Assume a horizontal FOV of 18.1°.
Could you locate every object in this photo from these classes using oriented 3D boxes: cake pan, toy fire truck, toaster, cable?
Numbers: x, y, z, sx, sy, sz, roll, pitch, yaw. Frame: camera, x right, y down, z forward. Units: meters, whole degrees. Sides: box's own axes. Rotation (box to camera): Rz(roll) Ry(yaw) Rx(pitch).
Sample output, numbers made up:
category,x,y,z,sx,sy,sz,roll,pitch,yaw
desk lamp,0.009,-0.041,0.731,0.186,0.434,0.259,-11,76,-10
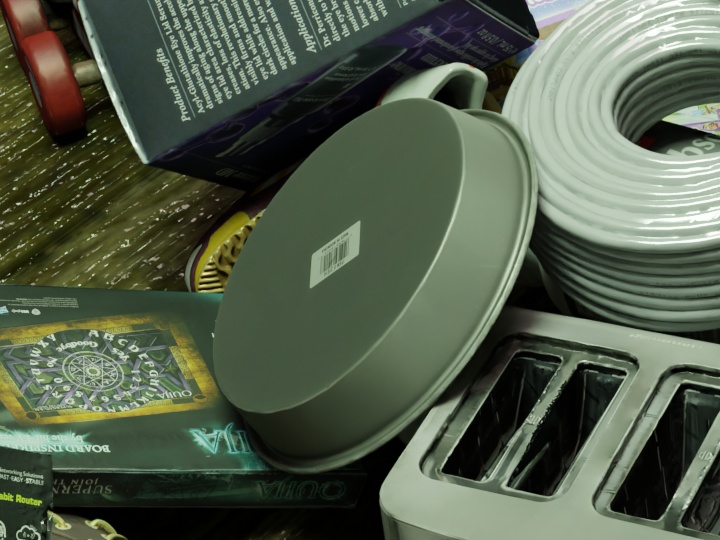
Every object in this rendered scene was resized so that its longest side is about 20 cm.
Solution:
category,x,y,z,sx,sy,sz,roll,pitch,yaw
cake pan,0.000,0.000,1.075,0.200,0.037,0.201,-36,34,30
toy fire truck,-0.178,-0.197,1.453,0.112,0.168,0.200,-19,37,-10
toaster,0.115,0.116,1.003,0.180,0.119,0.200,10,42,28
cable,0.165,-0.065,1.079,0.199,0.069,0.201,-16,45,7

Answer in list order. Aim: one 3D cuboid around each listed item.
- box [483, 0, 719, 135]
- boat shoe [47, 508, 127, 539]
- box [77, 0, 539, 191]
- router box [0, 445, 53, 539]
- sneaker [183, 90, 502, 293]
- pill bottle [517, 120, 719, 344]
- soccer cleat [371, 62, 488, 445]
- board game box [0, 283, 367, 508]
category,x,y,z,sx,sy,sz,roll,pitch,yaw
box,0.136,-0.112,1.301,0.199,0.039,0.137,-12,79,-2
boat shoe,-0.146,0.143,1.079,0.199,0.072,0.060,8,43,33
box,-0.026,-0.136,1.231,0.199,0.148,0.105,-27,77,18
router box,-0.255,0.111,1.007,0.199,0.150,0.062,-13,69,42
sneaker,-0.014,-0.045,1.261,0.200,0.075,0.090,-32,19,-5
pill bottle,0.164,-0.015,1.166,0.199,0.116,0.116,18,46,34
soccer cleat,0.037,-0.010,1.154,0.068,0.085,0.201,9,73,-25
board game box,-0.108,0.062,1.131,0.199,0.028,0.136,3,40,-23
